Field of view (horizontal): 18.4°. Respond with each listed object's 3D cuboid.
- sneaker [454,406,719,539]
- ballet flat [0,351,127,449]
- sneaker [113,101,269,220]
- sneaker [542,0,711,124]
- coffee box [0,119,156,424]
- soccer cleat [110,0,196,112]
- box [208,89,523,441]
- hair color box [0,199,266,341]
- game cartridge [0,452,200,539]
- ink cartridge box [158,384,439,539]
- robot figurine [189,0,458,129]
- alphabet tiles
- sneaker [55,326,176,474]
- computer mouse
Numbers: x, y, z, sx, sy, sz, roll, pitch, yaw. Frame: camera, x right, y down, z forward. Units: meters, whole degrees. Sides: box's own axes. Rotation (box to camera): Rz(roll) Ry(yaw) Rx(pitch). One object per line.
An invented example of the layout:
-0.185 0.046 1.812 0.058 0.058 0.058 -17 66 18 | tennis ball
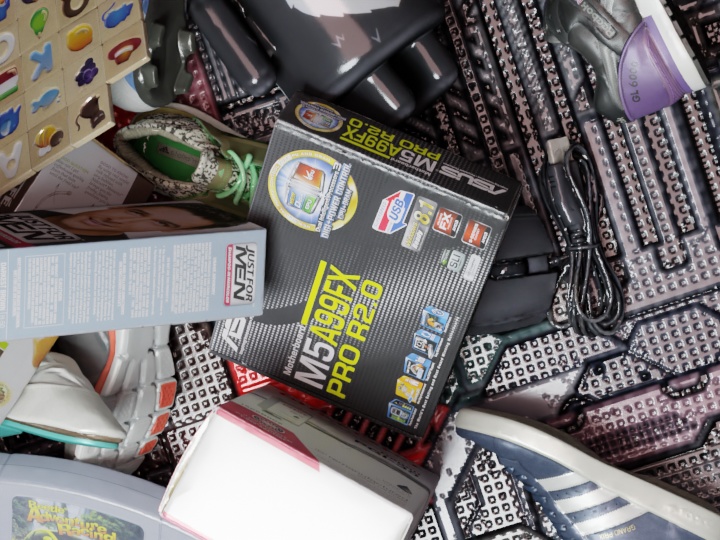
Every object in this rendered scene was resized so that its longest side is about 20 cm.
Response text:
0.144 0.162 1.496 0.199 0.075 0.085 26 94 5 | sneaker
-0.227 0.083 1.510 0.200 0.069 0.070 -1 96 49 | ballet flat
-0.081 -0.059 1.496 0.199 0.089 0.077 15 99 15 | sneaker
0.148 -0.192 1.468 0.087 0.076 0.201 -27 91 16 | sneaker
-0.238 -0.003 1.484 0.080 0.114 0.200 37 82 -31 | coffee box
-0.149 -0.208 1.513 0.086 0.070 0.201 8 86 35 | soccer cleat
0.000 0.000 1.451 0.160 0.044 0.200 23 127 4 | box
-0.169 -0.002 1.399 0.199 0.099 0.061 -5 105 -33 | hair color box
-0.192 0.193 1.541 0.199 0.041 0.134 12 122 8 | game cartridge
-0.035 0.147 1.459 0.146 0.200 0.083 28 95 5 | ink cartridge box
-0.023 -0.182 1.465 0.125 0.150 0.200 -37 89 23 | robot figurine
-0.210 -0.149 1.474 0.166 0.006 0.201 -29 50 22 | alphabet tiles
-0.177 0.056 1.550 0.082 0.077 0.201 25 107 37 | sneaker
0.071 -0.005 1.504 0.199 0.053 0.139 -11 94 9 | computer mouse
